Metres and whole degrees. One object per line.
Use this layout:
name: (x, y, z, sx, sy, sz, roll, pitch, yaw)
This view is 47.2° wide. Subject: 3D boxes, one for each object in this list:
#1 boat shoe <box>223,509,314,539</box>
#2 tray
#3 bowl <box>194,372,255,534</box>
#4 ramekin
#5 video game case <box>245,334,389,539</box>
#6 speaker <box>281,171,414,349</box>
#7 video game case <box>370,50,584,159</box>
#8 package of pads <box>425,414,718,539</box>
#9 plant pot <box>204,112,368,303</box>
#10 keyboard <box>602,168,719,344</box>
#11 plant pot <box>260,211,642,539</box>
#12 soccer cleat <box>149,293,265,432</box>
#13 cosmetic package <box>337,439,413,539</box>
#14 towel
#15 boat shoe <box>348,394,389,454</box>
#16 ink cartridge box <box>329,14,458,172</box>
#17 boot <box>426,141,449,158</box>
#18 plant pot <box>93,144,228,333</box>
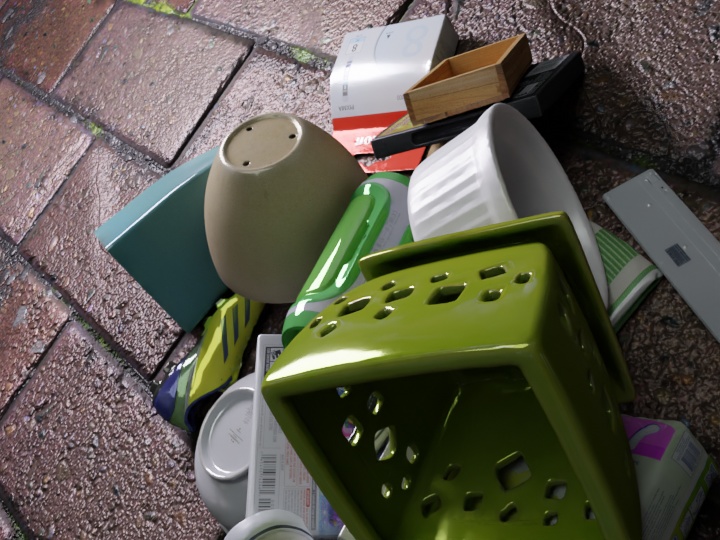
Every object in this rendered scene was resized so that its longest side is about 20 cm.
boat shoe: (-0.051, 0.278, 0.690, 0.074, 0.203, 0.086, -31, 48, -13)
tray: (0.116, -0.199, 0.848, 0.097, 0.037, 0.200, -13, 19, 23)
bowl: (-0.105, 0.183, 0.859, 0.199, 0.090, 0.204, -18, 55, 27)
ramekin: (0.127, -0.032, 0.720, 0.097, 0.200, 0.203, -27, 50, 29)
video game case: (-0.015, 0.156, 0.792, 0.179, 0.024, 0.203, 1, 58, -2)
speaker: (0.000, 0.000, 0.772, 0.087, 0.089, 0.201, -3, 45, 35)
video game case: (0.128, -0.175, 0.868, 0.179, 0.026, 0.200, -10, 20, 31)
package of pads: (0.148, 0.181, 0.632, 0.199, 0.068, 0.155, -3, 42, 54)
plant pot: (-0.084, -0.085, 0.876, 0.197, 0.135, 0.202, -8, 48, 9)
keyboard: (0.291, -0.017, 0.738, 0.056, 0.011, 0.201, -32, 49, 8)
plant pot: (0.082, 0.079, 0.577, 0.198, 0.201, 0.182, -12, 30, 32)
soccer cleat: (-0.165, 0.101, 0.985, 0.083, 0.065, 0.201, 37, 83, 14)
cosmetic package: (0.043, 0.167, 0.719, 0.050, 0.083, 0.201, 28, 58, 7)
towel: (0.174, 0.008, 0.806, 0.153, 0.023, 0.200, -49, 45, 0)
boat shoe: (0.017, 0.110, 0.762, 0.062, 0.075, 0.201, 29, 55, 4)
ink cartridge box: (0.024, -0.219, 1.034, 0.158, 0.047, 0.202, 2, 63, 37)
boot: (0.089, -0.054, 0.868, 0.202, 0.066, 0.175, -59, 25, -10)
plant pot: (-0.202, -0.055, 1.024, 0.200, 0.142, 0.141, -45, 24, -11)
